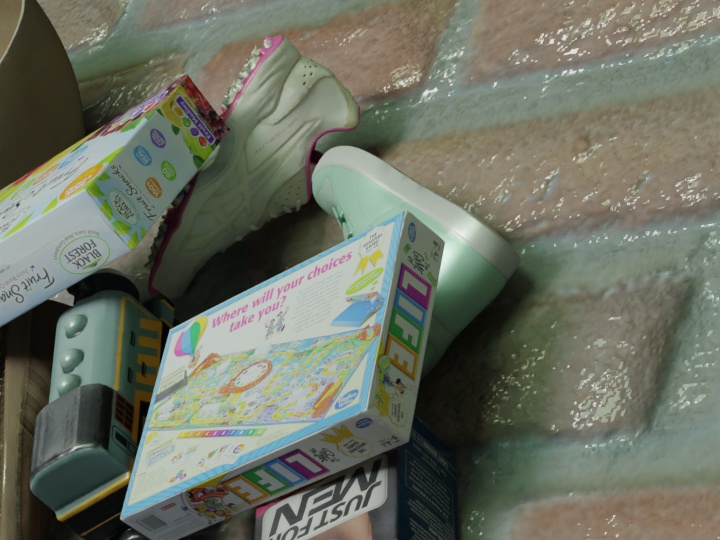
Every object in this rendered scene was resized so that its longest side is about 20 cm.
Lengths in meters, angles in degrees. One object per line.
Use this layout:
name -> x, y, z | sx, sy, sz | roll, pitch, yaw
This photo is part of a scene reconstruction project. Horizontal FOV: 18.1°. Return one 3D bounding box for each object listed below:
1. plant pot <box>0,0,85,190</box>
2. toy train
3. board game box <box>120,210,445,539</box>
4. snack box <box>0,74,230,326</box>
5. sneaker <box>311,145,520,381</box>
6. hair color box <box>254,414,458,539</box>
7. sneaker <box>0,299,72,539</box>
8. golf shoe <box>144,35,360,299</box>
plant pot -> -0.287, -0.106, 1.717 | 0.199, 0.135, 0.201 | -28, 36, 23
toy train -> -0.142, 0.086, 1.372 | 0.085, 0.114, 0.201 | -28, 37, 23
board game box -> -0.044, 0.061, 1.249 | 0.199, 0.034, 0.135 | -26, 39, 39
snack box -> -0.190, -0.032, 1.432 | 0.199, 0.053, 0.143 | -28, 20, 38
sneaker -> 0.000, 0.000, 1.349 | 0.119, 0.074, 0.200 | -52, 32, -5
hair color box -> -0.003, 0.173, 1.177 | 0.100, 0.061, 0.201 | -28, 38, 25
sneaker -> -0.198, 0.107, 1.450 | 0.071, 0.075, 0.202 | 126, 148, -56
golf shoe -> -0.073, -0.053, 1.486 | 0.201, 0.091, 0.075 | -58, 10, 24
